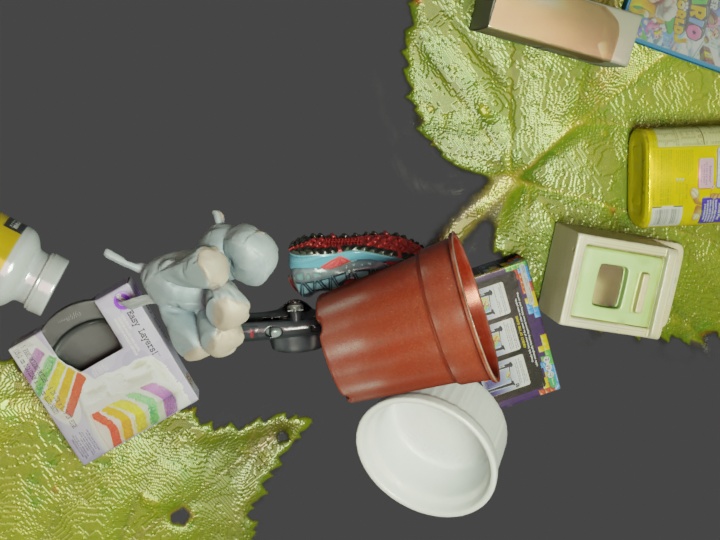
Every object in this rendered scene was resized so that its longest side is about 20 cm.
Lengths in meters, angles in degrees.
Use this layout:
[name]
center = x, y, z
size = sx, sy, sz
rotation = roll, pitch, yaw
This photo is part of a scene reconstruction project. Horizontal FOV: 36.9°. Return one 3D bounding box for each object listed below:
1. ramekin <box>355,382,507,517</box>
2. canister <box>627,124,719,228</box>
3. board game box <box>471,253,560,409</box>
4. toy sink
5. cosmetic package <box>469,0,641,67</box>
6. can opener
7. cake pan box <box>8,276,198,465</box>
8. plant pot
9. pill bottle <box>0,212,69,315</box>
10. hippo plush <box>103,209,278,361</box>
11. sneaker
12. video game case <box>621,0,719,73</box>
[ramekin]
center = 0.104, 0.229, 1.473
size = 0.200, 0.098, 0.201
rotation = 13, 125, 20
[canister]
center = 0.482, -0.134, 1.512
size = 0.200, 0.087, 0.149
rotation = -3, 101, -7
[board game box]
center = 0.176, 0.097, 1.522
size = 0.165, 0.057, 0.200
rotation = -17, 103, -3
[toy sink]
center = 0.369, 0.018, 1.508
size = 0.200, 0.112, 0.131
rotation = 10, 99, -11
[cosmetic package]
center = 0.256, -0.328, 1.430
size = 0.200, 0.105, 0.071
rotation = 13, 99, -10
[can opener]
center = -0.144, 0.079, 1.464
size = 0.200, 0.063, 0.079
rotation = -1, 101, -9
[cake pan box]
center = -0.343, 0.131, 1.450
size = 0.184, 0.052, 0.200
rotation = -29, 103, -5
[plant pot]
center = 0.057, 0.073, 1.388
size = 0.195, 0.201, 0.201
rotation = -17, 103, 11
[pill bottle]
center = -0.479, -0.023, 1.367
size = 0.200, 0.112, 0.112
rotation = 28, 95, -13
[hippo plush]
center = -0.190, 0.016, 1.404
size = 0.200, 0.161, 0.160
rotation = 1, 115, 35
[sneaker]
center = 0.000, 0.000, 1.478
size = 0.200, 0.079, 0.096
rotation = 1, 118, -5
[video game case]
center = 0.466, -0.365, 1.499
size = 0.200, 0.018, 0.143
rotation = 16, 97, -12
